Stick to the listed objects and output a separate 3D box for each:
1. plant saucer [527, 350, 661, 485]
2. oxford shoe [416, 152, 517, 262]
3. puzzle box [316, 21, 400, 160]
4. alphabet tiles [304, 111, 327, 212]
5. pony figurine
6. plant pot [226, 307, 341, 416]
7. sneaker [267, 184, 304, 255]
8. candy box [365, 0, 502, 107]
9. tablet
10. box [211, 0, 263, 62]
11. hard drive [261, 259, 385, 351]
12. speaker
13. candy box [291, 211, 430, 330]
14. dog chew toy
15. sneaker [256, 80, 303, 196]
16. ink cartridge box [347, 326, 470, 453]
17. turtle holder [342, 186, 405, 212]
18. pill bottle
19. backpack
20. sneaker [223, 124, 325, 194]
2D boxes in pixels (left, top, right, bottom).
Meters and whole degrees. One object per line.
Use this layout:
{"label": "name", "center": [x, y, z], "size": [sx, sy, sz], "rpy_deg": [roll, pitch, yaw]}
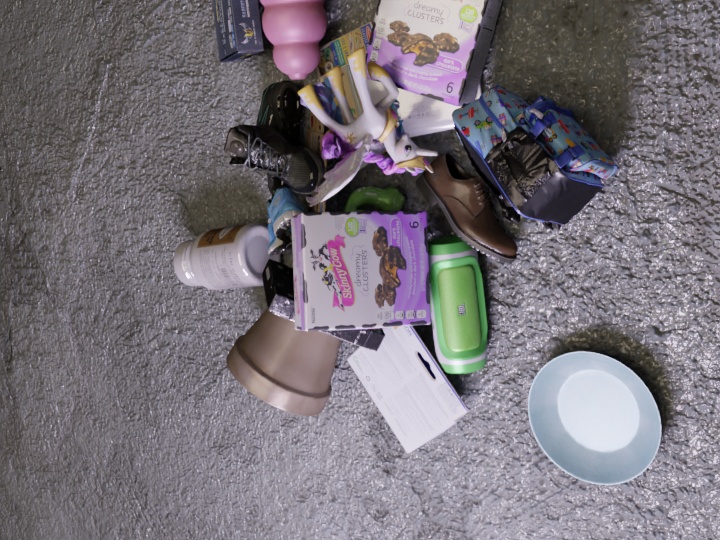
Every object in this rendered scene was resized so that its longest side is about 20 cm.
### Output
{"label": "plant saucer", "center": [0.345, 0.212, 1.154], "size": [0.198, 0.038, 0.206], "rpy_deg": [11, 108, 34]}
{"label": "oxford shoe", "center": [0.171, -0.097, 1.178], "size": [0.201, 0.072, 0.085], "rpy_deg": [49, 122, 15]}
{"label": "puzzle box", "center": [0.001, -0.283, 1.280], "size": [0.131, 0.025, 0.204], "rpy_deg": [-14, 93, 37]}
{"label": "alphabet tiles", "center": [-0.075, -0.163, 1.307], "size": [0.166, 0.006, 0.205], "rpy_deg": [-135, 46, -71]}
{"label": "pony figurine", "center": [-0.004, -0.197, 1.148], "size": [0.191, 0.167, 0.202], "rpy_deg": [-26, 103, 30]}
{"label": "plant pot", "center": [-0.112, 0.127, 1.386], "size": [0.199, 0.199, 0.176], "rpy_deg": [35, 104, 23]}
{"label": "sneaker", "center": [-0.126, -0.088, 1.364], "size": [0.200, 0.077, 0.092], "rpy_deg": [122, 136, -69]}
{"label": "candy box", "center": [0.106, -0.358, 1.133], "size": [0.165, 0.071, 0.204], "rpy_deg": [22, 108, 23]}
{"label": "tablet", "center": [0.090, -0.276, 1.204], "size": [0.196, 0.014, 0.133], "rpy_deg": [-6, 97, 27]}
{"label": "box", "center": [-0.216, -0.464, 1.328], "size": [0.157, 0.050, 0.205], "rpy_deg": [-156, 59, -68]}
{"label": "hard drive", "center": [-0.064, 0.057, 1.287], "size": [0.038, 0.197, 0.140], "rpy_deg": [-62, 22, 17]}
{"label": "speaker", "center": [0.150, 0.053, 1.224], "size": [0.087, 0.088, 0.205], "rpy_deg": [-1, 102, 36]}
{"label": "candy box", "center": [0.000, 0.000, 1.170], "size": [0.071, 0.196, 0.172], "rpy_deg": [176, 92, -71]}
{"label": "dog chew toy", "center": [-0.107, -0.412, 1.258], "size": [0.123, 0.124, 0.205], "rpy_deg": [4, 102, 34]}
{"label": "sneaker", "center": [-0.142, -0.230, 1.381], "size": [0.078, 0.074, 0.205], "rpy_deg": [16, 105, 46]}
{"label": "ink cartridge box", "center": [0.084, 0.182, 1.310], "size": [0.201, 0.040, 0.200], "rpy_deg": [56, 140, 11]}
{"label": "turtle holder", "center": [-0.001, -0.041, 1.291], "size": [0.130, 0.188, 0.141], "rpy_deg": [23, 158, -5]}
{"label": "pill bottle", "center": [-0.256, -0.023, 1.480], "size": [0.197, 0.114, 0.117], "rpy_deg": [-6, 99, 36]}
{"label": "backpack", "center": [0.225, -0.170, 1.062], "size": [0.135, 0.181, 0.202], "rpy_deg": [-45, 64, 26]}
{"label": "sneaker", "center": [-0.146, -0.178, 1.256], "size": [0.199, 0.113, 0.077], "rpy_deg": [39, 121, 34]}
